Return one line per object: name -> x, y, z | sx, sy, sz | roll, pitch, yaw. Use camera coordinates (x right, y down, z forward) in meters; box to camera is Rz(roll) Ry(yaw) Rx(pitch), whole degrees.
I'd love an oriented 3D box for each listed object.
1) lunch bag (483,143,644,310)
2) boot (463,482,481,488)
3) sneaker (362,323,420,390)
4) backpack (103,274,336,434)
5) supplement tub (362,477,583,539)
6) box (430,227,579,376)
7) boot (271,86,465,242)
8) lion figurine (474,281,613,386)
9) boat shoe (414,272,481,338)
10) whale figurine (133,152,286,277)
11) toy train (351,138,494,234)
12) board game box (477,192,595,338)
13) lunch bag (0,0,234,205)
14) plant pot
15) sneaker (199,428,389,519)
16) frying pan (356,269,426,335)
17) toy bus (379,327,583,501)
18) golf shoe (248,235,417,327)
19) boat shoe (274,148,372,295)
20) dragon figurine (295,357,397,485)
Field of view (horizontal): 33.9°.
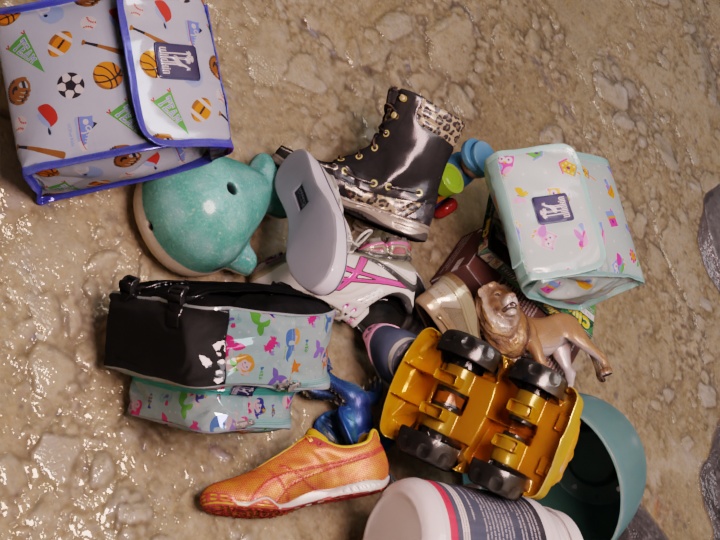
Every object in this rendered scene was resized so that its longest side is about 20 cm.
lunch bag -> 0.231, -0.052, 1.395 | 0.199, 0.121, 0.173 | 9, 62, -49
boot -> 0.087, 0.329, 1.288 | 0.200, 0.072, 0.091 | -44, 108, -34
sneaker -> 0.065, 0.131, 1.338 | 0.070, 0.082, 0.201 | -40, 131, -16
backpack -> -0.123, 0.077, 1.125 | 0.199, 0.176, 0.153 | -6, 99, -48
supplement tub -> 0.113, 0.290, 1.183 | 0.198, 0.140, 0.142 | 14, 63, -28
box -> 0.187, 0.051, 1.486 | 0.201, 0.075, 0.100 | 53, 46, -14
boot -> 0.012, -0.136, 1.335 | 0.198, 0.073, 0.152 | 25, 88, -2
lion figurine -> 0.216, 0.080, 1.413 | 0.199, 0.072, 0.124 | 10, 52, -46
boat shoe -> 0.110, 0.099, 1.382 | 0.064, 0.071, 0.202 | -33, 119, -22
whale figurine -> -0.137, -0.075, 1.222 | 0.199, 0.103, 0.161 | -22, 87, -47
toy train -> 0.074, -0.089, 1.409 | 0.200, 0.115, 0.085 | -37, 97, -44
board game box -> 0.226, -0.006, 1.480 | 0.199, 0.023, 0.106 | 39, 44, -25
lunch bag -> -0.229, -0.173, 1.112 | 0.197, 0.124, 0.172 | -11, 81, -8
plant pot -> 0.242, 0.232, 1.381 | 0.160, 0.199, 0.203 | -11, 80, -55
sneaker -> -0.068, 0.202, 1.176 | 0.198, 0.073, 0.078 | -8, 75, -27
frying pan -> -0.004, 0.015, 1.355 | 0.189, 0.031, 0.116 | 29, 59, -17
toy bus -> 0.149, 0.168, 1.237 | 0.192, 0.198, 0.137 | 39, 74, -53
golf shoe -> -0.024, 0.016, 1.289 | 0.198, 0.072, 0.093 | -5, 79, -26
boat shoe -> -0.033, -0.037, 1.215 | 0.086, 0.075, 0.203 | 33, 23, -35
dragon figurine -> -0.011, 0.173, 1.263 | 0.099, 0.059, 0.202 | -11, 80, -44
